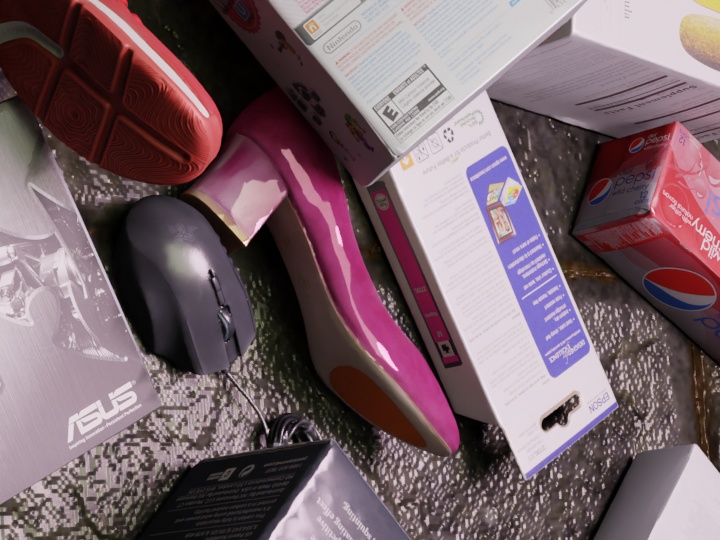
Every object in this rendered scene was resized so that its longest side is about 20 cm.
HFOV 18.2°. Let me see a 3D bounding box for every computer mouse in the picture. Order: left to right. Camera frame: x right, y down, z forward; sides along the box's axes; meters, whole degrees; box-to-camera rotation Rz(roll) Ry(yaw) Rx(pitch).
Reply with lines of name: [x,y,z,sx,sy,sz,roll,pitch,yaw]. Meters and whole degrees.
computer mouse: [-0.057,0.051,1.105,0.059,0.034,0.201,-44,111,-40]

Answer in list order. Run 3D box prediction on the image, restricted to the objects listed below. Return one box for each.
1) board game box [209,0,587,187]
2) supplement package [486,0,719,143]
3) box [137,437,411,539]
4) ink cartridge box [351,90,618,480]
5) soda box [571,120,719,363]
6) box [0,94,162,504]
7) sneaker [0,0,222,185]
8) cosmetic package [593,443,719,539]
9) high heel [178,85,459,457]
board game box: [-0.002,-0.167,1.117,0.147,0.064,0.200,-39,90,-19]
supplement package: [0.150,-0.150,1.288,0.199,0.109,0.115,12,73,-40]
box: [-0.052,0.202,1.025,0.149,0.107,0.200,54,50,-20]
ink cartridge box: [0.068,0.007,1.229,0.094,0.037,0.201,-32,100,-43]
soda box: [0.218,-0.001,1.349,0.200,0.063,0.070,39,57,-30]
box: [-0.196,0.032,0.971,0.199,0.048,0.160,-30,101,-43]
sneaker: [-0.120,-0.129,1.016,0.200,0.079,0.115,39,44,9]
cosmetic package: [0.201,0.224,1.289,0.200,0.051,0.151,50,50,-22]
high heel: [0.000,0.000,1.148,0.200,0.067,0.096,46,63,-9]
